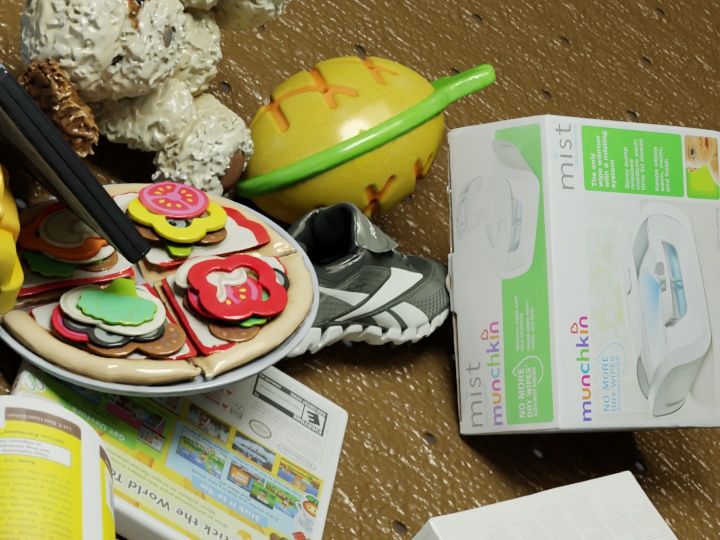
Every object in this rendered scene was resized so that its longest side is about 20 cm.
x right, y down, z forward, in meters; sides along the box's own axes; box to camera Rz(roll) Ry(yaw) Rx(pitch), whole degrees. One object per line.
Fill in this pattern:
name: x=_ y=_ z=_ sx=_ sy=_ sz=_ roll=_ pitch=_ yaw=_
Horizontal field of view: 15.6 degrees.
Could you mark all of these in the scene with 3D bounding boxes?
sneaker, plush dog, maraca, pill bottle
sneaker: x=0.000 y=0.000 z=1.649 sx=0.066 sy=0.091 sz=0.199 roll=32 pitch=26 yaw=35
plush dog: x=-0.148 y=-0.151 z=1.623 sx=0.160 sy=0.201 sz=0.172 roll=15 pitch=-3 yaw=24
maraca: x=0.004 y=-0.092 z=1.725 sx=0.200 sy=0.137 sz=0.107 roll=-29 pitch=103 yaw=-35
pill bottle: x=-0.173 y=0.166 z=1.281 sx=0.109 sy=0.109 sz=0.201 roll=22 pitch=37 yaw=-25

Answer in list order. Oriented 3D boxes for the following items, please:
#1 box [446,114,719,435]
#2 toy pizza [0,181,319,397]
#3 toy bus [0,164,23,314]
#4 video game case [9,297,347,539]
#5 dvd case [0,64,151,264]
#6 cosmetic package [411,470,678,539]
box: x=0.149 y=0.006 z=1.716 sx=0.176 sy=0.096 sz=0.201 roll=3 pitch=83 yaw=-44
toy pizza: x=-0.122 y=0.001 z=1.515 sx=0.199 sy=0.032 sz=0.201 roll=5 pitch=36 yaw=-3
toy bus: x=-0.259 y=-0.061 z=1.378 sx=0.199 sy=0.192 sz=0.136 roll=-6 pitch=52 yaw=-37
video game case: x=-0.105 y=0.094 z=1.510 sx=0.200 sy=0.023 sz=0.182 roll=32 pitch=34 yaw=-13
dvd case: x=-0.200 y=-0.086 z=1.495 sx=0.143 sy=0.018 sz=0.200 roll=53 pitch=-10 yaw=-33
cosmetic package: x=0.114 y=0.182 z=1.596 sx=0.199 sy=0.051 sz=0.083 roll=-7 pitch=53 yaw=-48
